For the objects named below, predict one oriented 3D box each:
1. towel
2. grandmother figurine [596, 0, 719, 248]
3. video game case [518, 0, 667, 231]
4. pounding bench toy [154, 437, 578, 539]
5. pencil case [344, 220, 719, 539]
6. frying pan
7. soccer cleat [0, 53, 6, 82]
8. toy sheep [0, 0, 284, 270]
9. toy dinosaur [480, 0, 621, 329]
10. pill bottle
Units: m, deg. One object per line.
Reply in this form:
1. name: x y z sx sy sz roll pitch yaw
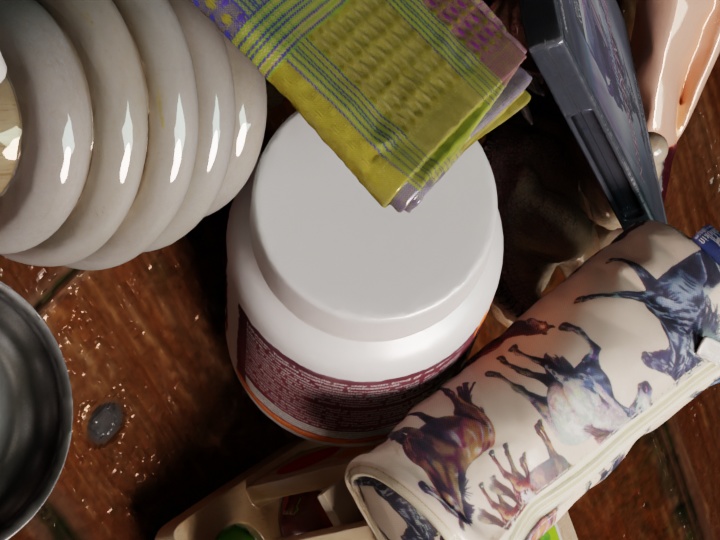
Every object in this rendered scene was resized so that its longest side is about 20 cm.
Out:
1. towel: -0.025 -0.113 0.912 0.023 0.200 0.144 -45 -178 35
2. grandmother figurine: 0.144 -0.068 1.228 0.121 0.060 0.202 -54 156 -69
3. video game case: 0.098 -0.105 1.079 0.019 0.144 0.200 -16 149 14
4. pounding bench toy: -0.016 0.156 1.104 0.200 0.155 0.125 -30 101 -52
5. pencil case: 0.083 0.060 1.023 0.200 0.089 0.078 -38 125 -27
6. frying pan: -0.194 0.076 0.924 0.190 0.031 0.115 -37 103 -21
7. soccer cleat: -0.148 -0.152 0.807 0.085 0.068 0.202 21 63 -61
8. toy sheep: -0.104 -0.065 0.910 0.199 0.137 0.139 -17 126 -43
9. toy dinosaur: 0.071 -0.038 1.133 0.136 0.085 0.201 54 28 -49
10. pill bottle: 0.000 0.000 1.027 0.114 0.114 0.200 -49 173 -14
